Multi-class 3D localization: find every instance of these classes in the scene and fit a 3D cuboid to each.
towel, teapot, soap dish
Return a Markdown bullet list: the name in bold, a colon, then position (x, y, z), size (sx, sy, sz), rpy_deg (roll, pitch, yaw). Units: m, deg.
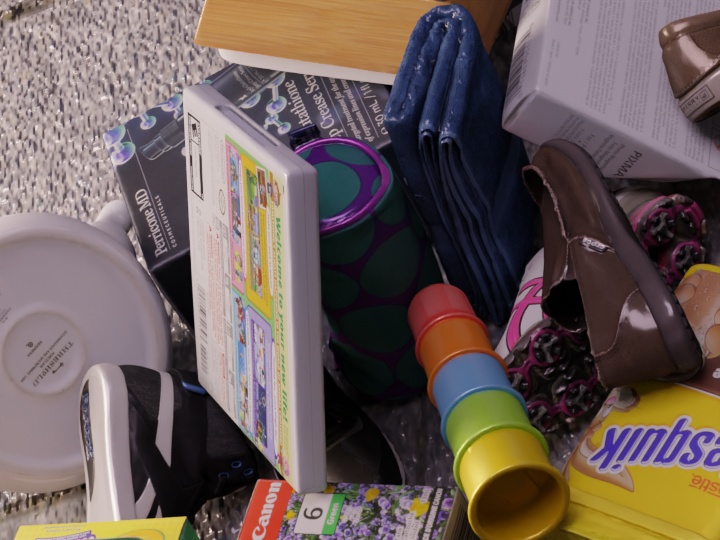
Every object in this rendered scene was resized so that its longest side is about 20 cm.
- **towel**: position (0.072, -0.067, 1.618), size (0.048, 0.200, 0.112), rpy_deg (2, 54, 22)
- **teapot**: position (-0.228, 0.058, 1.716), size (0.199, 0.199, 0.146), rpy_deg (-6, 1, -18)
- **soap dish**: position (0.003, -0.202, 1.708), size (0.199, 0.081, 0.158), rpy_deg (10, 49, 17)

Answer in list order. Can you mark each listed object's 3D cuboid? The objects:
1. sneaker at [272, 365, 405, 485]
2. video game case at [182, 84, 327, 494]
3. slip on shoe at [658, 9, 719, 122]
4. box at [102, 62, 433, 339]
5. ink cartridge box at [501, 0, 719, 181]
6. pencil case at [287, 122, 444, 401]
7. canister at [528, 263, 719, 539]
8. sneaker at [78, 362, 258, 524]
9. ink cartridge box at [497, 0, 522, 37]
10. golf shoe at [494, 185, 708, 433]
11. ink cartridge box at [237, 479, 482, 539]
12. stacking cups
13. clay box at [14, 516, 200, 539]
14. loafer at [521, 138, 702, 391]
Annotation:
- **sneaker**: position (-0.047, 0.084, 1.637), size (0.076, 0.088, 0.200), rpy_deg (-38, 46, -5)
- **video game case**: position (-0.064, 0.008, 1.529), size (0.022, 0.201, 0.182), rpy_deg (-9, 23, -20)
- **slip on shoe**: position (0.270, -0.156, 1.630), size (0.199, 0.076, 0.061), rpy_deg (-26, 81, -28)
- **box**: position (-0.055, -0.062, 1.747), size (0.199, 0.107, 0.149), rpy_deg (-29, 46, 4)
- **ink cartridge box**: position (0.194, -0.121, 1.644), size (0.057, 0.199, 0.163), rpy_deg (-43, 27, 46)
- **pencil case**: position (0.000, 0.000, 1.604), size (0.092, 0.200, 0.085), rpy_deg (-11, 53, 12)
- **canister**: position (0.205, 0.103, 1.493), size (0.148, 0.087, 0.200), rpy_deg (17, 62, 36)
- **sneaker**: position (-0.116, 0.158, 1.626), size (0.073, 0.111, 0.201), rpy_deg (156, 114, -62)
- **ink cartridge box**: position (0.076, -0.243, 1.841), size (0.199, 0.084, 0.145), rpy_deg (-32, 46, 0)
- **golf shoe**: position (0.131, 0.028, 1.610), size (0.200, 0.073, 0.092), rpy_deg (-46, 31, -20)
- **ink cartridge box**: position (-0.018, 0.173, 1.534), size (0.199, 0.109, 0.051), rpy_deg (0, 54, 28)
- **stacking cups**: position (0.064, 0.080, 1.504), size (0.060, 0.061, 0.200), rpy_deg (-30, 36, 3)
- **clay box**: position (-0.128, 0.209, 1.498), size (0.114, 0.200, 0.048), rpy_deg (-5, 42, 23)
- **loafer**: position (0.133, -0.005, 1.521), size (0.071, 0.073, 0.200), rpy_deg (-29, 40, 2)
